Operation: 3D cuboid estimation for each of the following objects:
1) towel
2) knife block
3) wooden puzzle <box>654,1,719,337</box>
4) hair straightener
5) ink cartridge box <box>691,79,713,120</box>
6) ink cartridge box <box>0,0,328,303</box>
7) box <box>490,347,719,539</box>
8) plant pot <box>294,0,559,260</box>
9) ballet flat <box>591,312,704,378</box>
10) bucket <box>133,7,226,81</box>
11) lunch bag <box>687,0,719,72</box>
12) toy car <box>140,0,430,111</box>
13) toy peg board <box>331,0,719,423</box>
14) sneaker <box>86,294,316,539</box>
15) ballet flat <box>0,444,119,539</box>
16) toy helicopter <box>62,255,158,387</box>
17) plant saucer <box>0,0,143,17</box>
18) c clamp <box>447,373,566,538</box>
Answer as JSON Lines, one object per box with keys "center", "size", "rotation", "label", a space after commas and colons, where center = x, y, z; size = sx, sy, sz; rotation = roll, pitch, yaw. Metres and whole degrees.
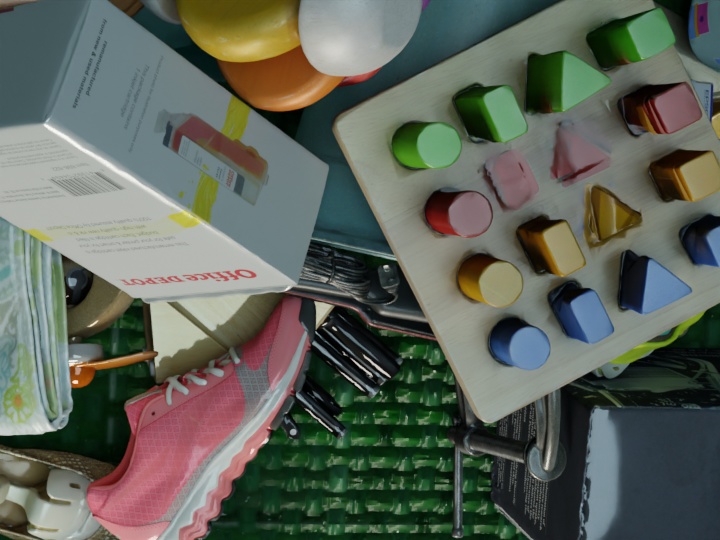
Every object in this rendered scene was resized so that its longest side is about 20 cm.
{"center": [-0.268, 0.017, 1.225], "size": [0.200, 0.048, 0.172], "rotation": [-2, 91, 25], "label": "towel"}
{"center": [-0.057, 0.014, 1.317], "size": [0.175, 0.064, 0.200], "rotation": [-6, 101, -12], "label": "knife block"}
{"center": [0.194, -0.074, 1.363], "size": [0.185, 0.046, 0.200], "rotation": [26, 94, -15], "label": "wooden puzzle"}
{"center": [0.000, 0.000, 1.224], "size": [0.200, 0.077, 0.041], "rotation": [18, 66, -14], "label": "hair straightener"}
{"center": [0.170, -0.076, 1.265], "size": [0.039, 0.200, 0.100], "rotation": [3, 92, 31], "label": "ink cartridge box"}
{"center": [-0.138, -0.063, 1.120], "size": [0.200, 0.145, 0.084], "rotation": [36, 62, -41], "label": "ink cartridge box"}
{"center": [0.210, 0.127, 1.327], "size": [0.200, 0.197, 0.124], "rotation": [2, 100, -13], "label": "box"}
{"center": [0.049, -0.100, 1.262], "size": [0.200, 0.200, 0.197], "rotation": [13, 89, -14], "label": "plant pot"}
{"center": [0.172, 0.035, 1.286], "size": [0.067, 0.200, 0.067], "rotation": [41, 117, 18], "label": "ballet flat"}
{"center": [-0.120, -0.216, 1.223], "size": [0.207, 0.135, 0.208], "rotation": [-2, 100, -12], "label": "bucket"}
{"center": [0.319, -0.187, 1.331], "size": [0.200, 0.077, 0.161], "rotation": [18, 91, -30], "label": "lunch bag"}
{"center": [-0.016, -0.178, 1.110], "size": [0.200, 0.175, 0.150], "rotation": [-58, 148, -16], "label": "toy car"}
{"center": [0.119, -0.041, 1.122], "size": [0.200, 0.098, 0.199], "rotation": [-27, 96, -5], "label": "toy peg board"}
{"center": [-0.100, 0.090, 1.253], "size": [0.087, 0.074, 0.200], "rotation": [33, 91, -8], "label": "sneaker"}
{"center": [-0.230, 0.148, 1.304], "size": [0.200, 0.065, 0.071], "rotation": [14, 99, -14], "label": "ballet flat"}
{"center": [-0.214, 0.035, 1.269], "size": [0.200, 0.079, 0.132], "rotation": [-38, 73, 17], "label": "toy helicopter"}
{"center": [-0.191, -0.218, 1.118], "size": [0.200, 0.037, 0.201], "rotation": [-2, 103, -11], "label": "plant saucer"}
{"center": [0.094, 0.092, 1.302], "size": [0.027, 0.200, 0.171], "rotation": [-4, 86, -17], "label": "c clamp"}
